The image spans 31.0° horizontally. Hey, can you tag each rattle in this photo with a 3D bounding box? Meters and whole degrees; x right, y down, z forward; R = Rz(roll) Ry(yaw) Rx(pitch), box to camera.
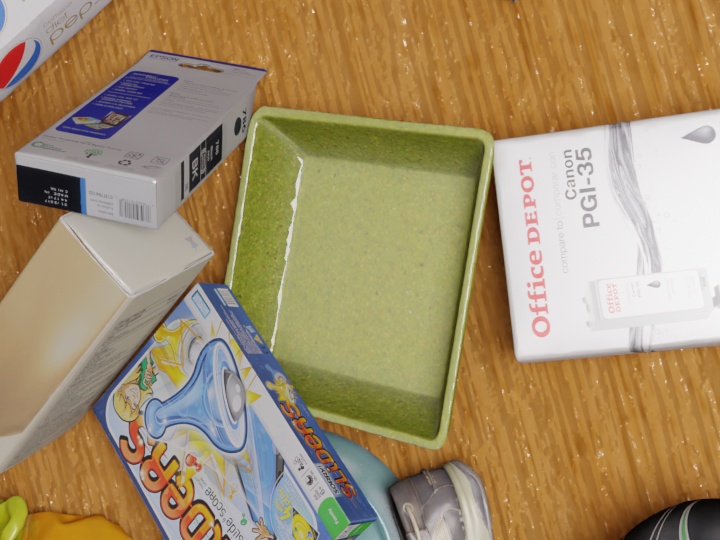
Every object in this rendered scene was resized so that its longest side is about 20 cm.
[{"bbox_3d":[-0.267,0.137,0.899,0.142,0.130,0.202,-6,107,24],"label":"rattle"}]

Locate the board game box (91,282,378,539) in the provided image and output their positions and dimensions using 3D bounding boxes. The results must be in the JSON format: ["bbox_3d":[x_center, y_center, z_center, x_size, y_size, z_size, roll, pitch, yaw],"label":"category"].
[{"bbox_3d":[-0.090,0.127,0.873,0.136,0.034,0.200,-48,62,23],"label":"board game box"}]

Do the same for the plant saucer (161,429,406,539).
[{"bbox_3d":[-0.050,0.211,0.909,0.198,0.027,0.202,-1,85,10],"label":"plant saucer"}]

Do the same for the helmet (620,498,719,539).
[{"bbox_3d":[0.215,0.239,0.770,0.198,0.191,0.202,0,89,13],"label":"helmet"}]

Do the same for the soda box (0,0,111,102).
[{"bbox_3d":[-0.242,-0.187,0.912,0.068,0.064,0.200,42,79,9],"label":"soda box"}]

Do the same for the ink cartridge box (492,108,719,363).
[{"bbox_3d":[0.190,-0.022,0.834,0.198,0.083,0.148,-7,88,12],"label":"ink cartridge box"}]

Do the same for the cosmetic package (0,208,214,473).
[{"bbox_3d":[-0.198,0.041,0.878,0.071,0.105,0.200,46,119,6],"label":"cosmetic package"}]

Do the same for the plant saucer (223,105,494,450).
[{"bbox_3d":[0.000,0.000,0.870,0.199,0.048,0.202,11,92,35],"label":"plant saucer"}]

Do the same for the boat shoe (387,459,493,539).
[{"bbox_3d":[0.055,0.230,0.862,0.073,0.075,0.202,-7,78,-7],"label":"boat shoe"}]

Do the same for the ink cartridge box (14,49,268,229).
[{"bbox_3d":[-0.139,-0.093,0.870,0.099,0.200,0.040,11,121,14],"label":"ink cartridge box"}]

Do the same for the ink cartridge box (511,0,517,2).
[{"bbox_3d":[0.121,-0.302,0.850,0.200,0.087,0.145,-44,80,7],"label":"ink cartridge box"}]
